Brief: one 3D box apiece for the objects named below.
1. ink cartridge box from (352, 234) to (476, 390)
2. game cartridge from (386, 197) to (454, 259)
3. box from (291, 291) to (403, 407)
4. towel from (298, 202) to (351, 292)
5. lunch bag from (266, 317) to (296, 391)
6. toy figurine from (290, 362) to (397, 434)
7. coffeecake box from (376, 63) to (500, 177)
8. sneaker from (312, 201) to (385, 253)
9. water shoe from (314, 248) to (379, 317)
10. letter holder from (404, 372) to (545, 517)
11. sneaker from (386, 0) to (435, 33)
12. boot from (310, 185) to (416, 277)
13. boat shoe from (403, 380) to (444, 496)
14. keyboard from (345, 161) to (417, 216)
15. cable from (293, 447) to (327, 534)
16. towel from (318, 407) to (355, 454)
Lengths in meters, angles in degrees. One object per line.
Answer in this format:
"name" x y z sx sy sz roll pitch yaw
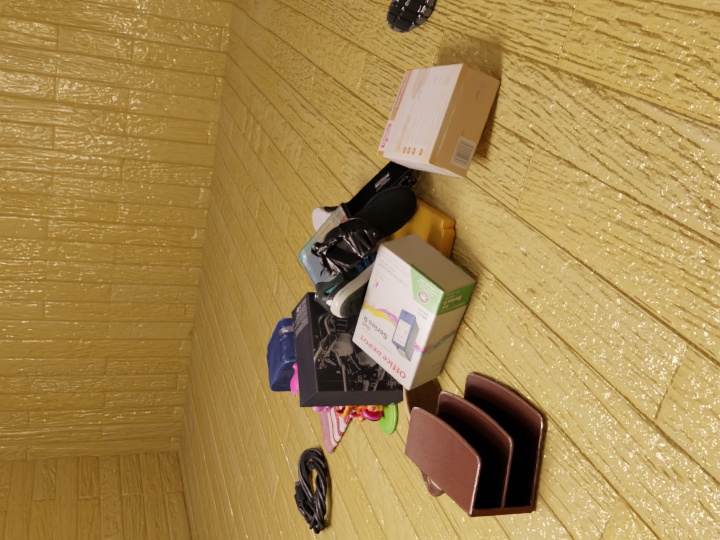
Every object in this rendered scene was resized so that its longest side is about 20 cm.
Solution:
"ink cartridge box" 0.082 0.067 1.154 0.145 0.087 0.201 39 130 32
"game cartridge" 0.099 -0.031 1.259 0.200 0.032 0.178 -136 53 -59
"box" -0.011 0.143 1.284 0.104 0.198 0.184 134 133 -57
"towel" -0.048 -0.018 1.357 0.147 0.022 0.200 62 143 14
"lunch bag" -0.146 0.188 1.690 0.200 0.135 0.133 122 143 -49
"toy figurine" -0.042 0.228 1.372 0.151 0.182 0.201 114 149 -42
"coffeecake box" 0.117 -0.239 1.134 0.200 0.073 0.155 30 102 65
"sneaker" 0.002 -0.094 1.415 0.199 0.113 0.076 25 127 42
"water shoe" 0.000 0.000 1.212 0.079 0.200 0.072 27 133 25
"letter holder" 0.156 0.230 1.000 0.200 0.100 0.144 -156 72 -66
"sneaker" 0.107 -0.512 1.253 0.200 0.075 0.080 126 155 -43
"boot" 0.010 -0.066 1.169 0.074 0.197 0.163 58 -174 -9
"boat shoe" 0.106 0.267 1.160 0.072 0.072 0.201 120 140 -48
"keyboard" 0.053 -0.147 1.299 0.200 0.040 0.105 -42 33 25
"cable" -0.107 0.523 1.691 0.200 0.050 0.164 -121 44 -57
"towel" -0.057 0.302 1.612 0.201 0.023 0.145 115 148 -42
